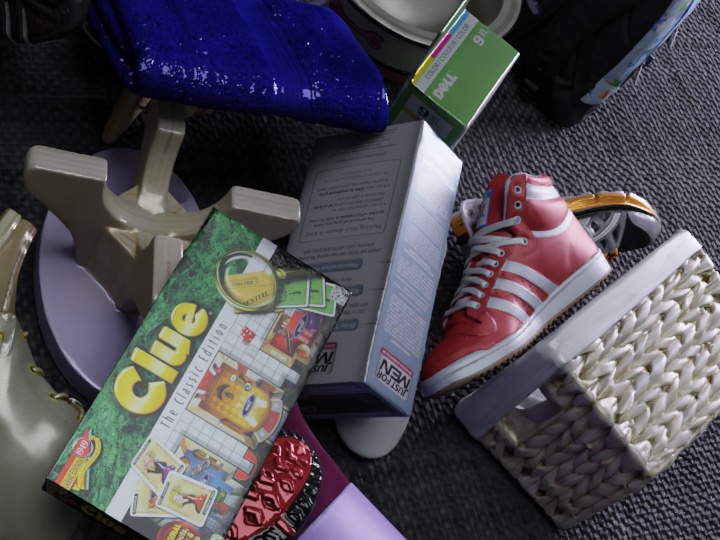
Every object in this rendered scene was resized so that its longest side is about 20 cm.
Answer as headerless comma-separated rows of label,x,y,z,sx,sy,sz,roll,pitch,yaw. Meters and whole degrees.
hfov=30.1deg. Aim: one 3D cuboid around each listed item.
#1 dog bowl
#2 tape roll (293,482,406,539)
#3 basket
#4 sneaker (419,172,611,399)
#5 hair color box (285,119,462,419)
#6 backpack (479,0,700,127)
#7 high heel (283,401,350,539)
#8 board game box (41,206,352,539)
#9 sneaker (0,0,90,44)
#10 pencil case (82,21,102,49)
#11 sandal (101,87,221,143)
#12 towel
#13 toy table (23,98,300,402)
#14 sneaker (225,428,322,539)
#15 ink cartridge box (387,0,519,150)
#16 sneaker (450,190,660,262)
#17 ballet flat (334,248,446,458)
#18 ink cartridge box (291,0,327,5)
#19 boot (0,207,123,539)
dog bowl,0.039,-0.250,1.174,0.198,0.074,0.202,13,55,-20
tape roll,-0.046,0.218,0.739,0.085,0.200,0.200,45,50,5
basket,0.193,0.083,1.001,0.199,0.136,0.124,-32,81,-38
sneaker,0.092,0.003,0.977,0.199,0.071,0.113,-35,96,-36
hair color box,0.000,0.000,0.940,0.061,0.098,0.202,41,54,-44
backpack,0.223,-0.254,1.192,0.153,0.200,0.164,-20,70,-37
high heel,-0.037,0.095,0.873,0.095,0.067,0.203,-6,100,-23
board game box,-0.090,0.067,0.784,0.104,0.023,0.201,29,59,-3
sneaker,-0.241,-0.219,0.960,0.198,0.077,0.115,18,31,31
pencil case,-0.191,-0.264,1.037,0.077,0.090,0.202,-15,53,0
sandal,-0.118,-0.156,1.026,0.069,0.078,0.213,30,45,-4
towel,-0.084,-0.159,0.935,0.198,0.050,0.148,4,34,-33
toy table,-0.143,-0.023,0.900,0.182,0.117,0.202,0,59,-28
sneaker,-0.106,0.171,0.801,0.079,0.096,0.200,45,65,8
ink cartridge box,0.060,-0.127,1.020,0.059,0.200,0.104,36,50,0
sneaker,0.163,-0.018,1.095,0.197,0.078,0.078,-5,75,-26
ballet flat,0.025,0.039,0.982,0.069,0.070,0.202,24,52,-11
ink cartridge box,-0.107,-0.308,1.049,0.175,0.084,0.201,38,24,-40
boot,-0.192,0.077,0.821,0.153,0.072,0.203,21,71,-16
